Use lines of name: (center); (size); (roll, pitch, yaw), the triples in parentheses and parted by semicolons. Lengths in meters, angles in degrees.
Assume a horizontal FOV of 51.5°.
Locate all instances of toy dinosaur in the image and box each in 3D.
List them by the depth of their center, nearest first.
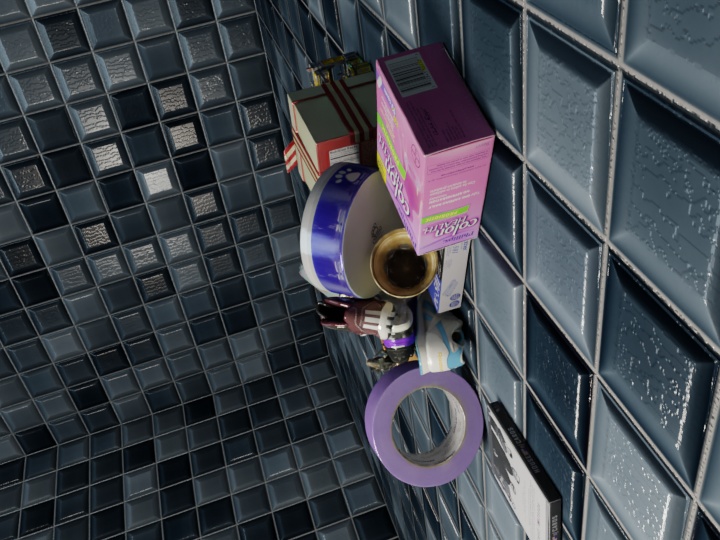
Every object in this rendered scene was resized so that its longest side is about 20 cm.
toy dinosaur: (0.063, 0.144, 1.371); (0.087, 0.199, 0.048); (-29, 95, 44)

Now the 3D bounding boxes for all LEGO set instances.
LEGO set: (-0.038, -0.323, 1.452); (0.155, 0.113, 0.203); (-115, 12, -45)

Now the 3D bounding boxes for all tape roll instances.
tape roll: (0.109, 0.263, 1.297); (0.085, 0.195, 0.205); (-178, 72, -80)

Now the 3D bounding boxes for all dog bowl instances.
dog bowl: (-0.006, -0.062, 1.158); (0.077, 0.200, 0.204); (12, 130, 29)

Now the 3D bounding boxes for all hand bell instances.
hand bell: (0.079, 0.012, 1.196); (0.200, 0.102, 0.106); (59, -169, -74)

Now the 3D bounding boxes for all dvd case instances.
dvd case: (0.243, 0.318, 1.117); (0.201, 0.024, 0.153); (-119, 16, -54)

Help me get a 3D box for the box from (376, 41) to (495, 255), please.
box: (0.092, -0.159, 0.996); (0.202, 0.094, 0.179); (86, 165, -57)

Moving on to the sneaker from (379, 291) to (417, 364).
sneaker: (0.067, 0.098, 1.300); (0.201, 0.068, 0.102); (-70, -28, -69)

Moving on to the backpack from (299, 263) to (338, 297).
backpack: (-0.021, -0.021, 1.444); (0.175, 0.154, 0.200); (37, 154, -1)

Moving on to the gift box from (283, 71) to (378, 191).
gift box: (-0.030, -0.207, 1.285); (0.188, 0.180, 0.203); (-117, 21, -43)

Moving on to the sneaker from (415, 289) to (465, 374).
sneaker: (0.136, 0.102, 1.267); (0.202, 0.079, 0.078); (-84, -15, -57)

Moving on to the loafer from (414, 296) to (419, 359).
loafer: (0.101, 0.076, 1.449); (0.063, 0.070, 0.205); (-119, 14, -81)

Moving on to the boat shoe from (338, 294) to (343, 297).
boat shoe: (0.000, 0.000, 1.320); (0.076, 0.072, 0.204); (-80, -6, -57)

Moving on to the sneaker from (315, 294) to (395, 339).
sneaker: (-0.024, 0.064, 1.211); (0.200, 0.113, 0.078); (175, 104, -73)

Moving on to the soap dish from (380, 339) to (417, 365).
soap dish: (0.079, 0.115, 1.607); (0.157, 0.079, 0.205); (-172, 66, -80)

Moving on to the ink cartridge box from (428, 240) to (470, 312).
ink cartridge box: (0.129, -0.030, 1.156); (0.202, 0.043, 0.096); (87, 166, -56)
